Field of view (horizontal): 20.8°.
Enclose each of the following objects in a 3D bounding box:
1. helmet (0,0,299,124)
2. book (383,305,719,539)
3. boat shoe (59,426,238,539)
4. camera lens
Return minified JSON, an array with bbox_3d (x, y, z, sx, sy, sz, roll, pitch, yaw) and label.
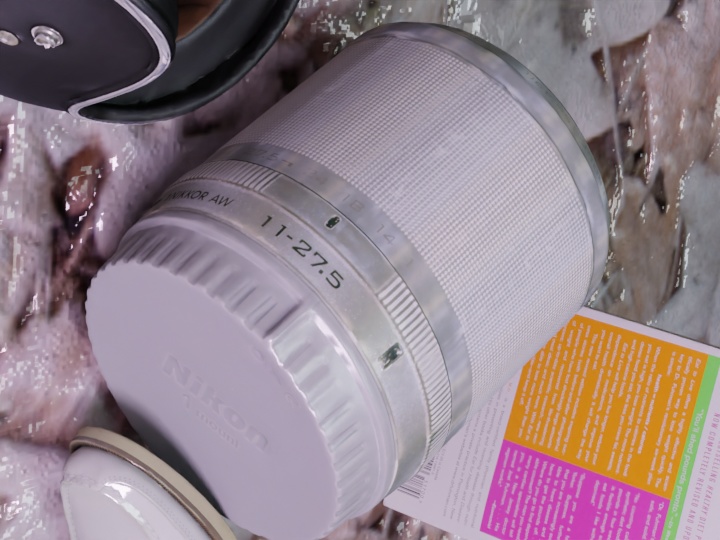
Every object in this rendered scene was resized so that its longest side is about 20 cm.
[{"bbox_3d":[-0.098,-0.148,0.662,0.198,0.191,0.202,2,83,-16],"label":"helmet"},{"bbox_3d":[0.110,0.086,0.985,0.048,0.199,0.135,16,92,-51],"label":"book"},{"bbox_3d":[-0.090,0.156,0.874,0.069,0.074,0.201,-52,138,-32],"label":"boat shoe"},{"bbox_3d":[0.000,0.000,0.855,0.200,0.159,0.161,-42,132,-32],"label":"camera lens"}]
